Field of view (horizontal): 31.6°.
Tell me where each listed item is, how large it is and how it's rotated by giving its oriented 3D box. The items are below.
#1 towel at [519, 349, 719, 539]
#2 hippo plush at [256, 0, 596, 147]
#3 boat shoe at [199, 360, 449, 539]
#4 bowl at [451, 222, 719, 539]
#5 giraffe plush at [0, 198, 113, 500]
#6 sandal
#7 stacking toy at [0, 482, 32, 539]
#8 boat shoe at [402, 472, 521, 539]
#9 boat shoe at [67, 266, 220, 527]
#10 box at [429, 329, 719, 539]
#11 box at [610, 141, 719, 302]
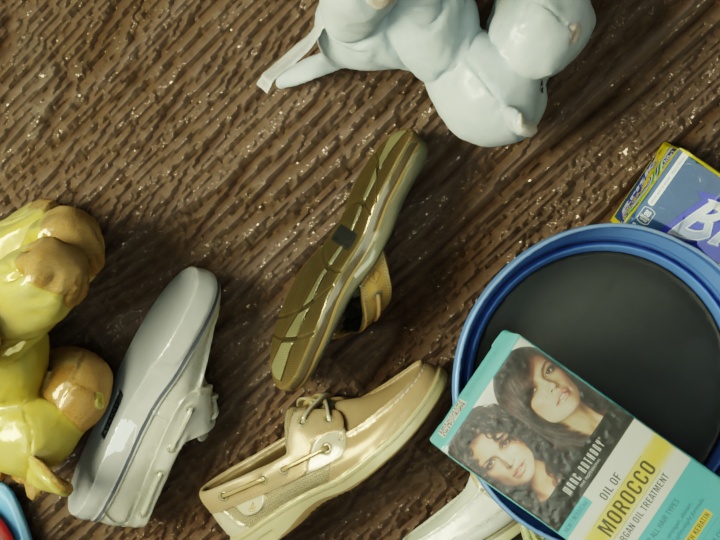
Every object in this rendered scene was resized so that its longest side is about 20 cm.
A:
[{"bbox_3d":[0.196,0.136,0.831,0.199,0.036,0.149,-21,92,-4],"label":"towel"},{"bbox_3d":[0.055,-0.147,0.787,0.160,0.159,0.200,37,101,-1],"label":"hippo plush"},{"bbox_3d":[-0.027,0.121,0.885,0.200,0.071,0.065,-39,95,12],"label":"boat shoe"},{"bbox_3d":[0.154,0.072,0.790,0.199,0.039,0.202,0,90,-5],"label":"bowl"},{"bbox_3d":[-0.236,0.069,0.864,0.199,0.173,0.163,-26,111,8],"label":"giraffe plush"},{"bbox_3d":[0.000,0.000,0.868,0.054,0.080,0.201,27,98,-21],"label":"sandal"},{"bbox_3d":[-0.307,0.227,0.865,0.115,0.200,0.110,-15,98,9],"label":"stacking toy"},{"bbox_3d":[0.105,0.134,0.878,0.199,0.075,0.069,-35,94,0],"label":"boat shoe"},{"bbox_3d":[-0.136,0.095,0.901,0.070,0.071,0.201,22,98,-26],"label":"boat shoe"},{"bbox_3d":[0.146,0.125,0.745,0.199,0.049,0.083,35,87,-4],"label":"box"},{"bbox_3d":[0.267,-0.001,0.839,0.199,0.064,0.070,34,101,-2],"label":"box"}]
